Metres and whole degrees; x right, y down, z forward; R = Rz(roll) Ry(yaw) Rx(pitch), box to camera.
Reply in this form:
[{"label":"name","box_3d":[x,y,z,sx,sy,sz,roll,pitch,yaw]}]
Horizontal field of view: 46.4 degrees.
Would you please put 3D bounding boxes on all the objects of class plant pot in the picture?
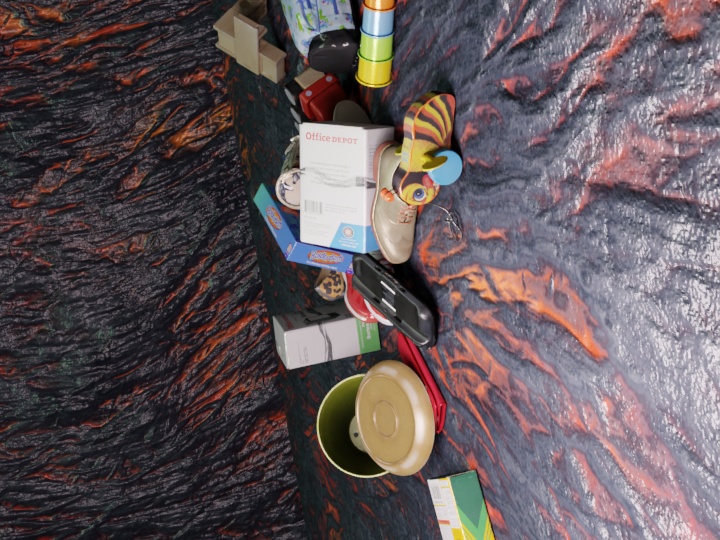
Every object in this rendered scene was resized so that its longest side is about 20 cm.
[{"label":"plant pot","box_3d":[0.051,0.258,1.461,0.199,0.027,0.202,5,96,51]},{"label":"plant pot","box_3d":[0.018,0.307,1.641,0.200,0.185,0.189,75,180,-76]}]

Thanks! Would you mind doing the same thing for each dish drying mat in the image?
[{"label":"dish drying mat","box_3d":[0.103,0.185,1.466,0.201,0.018,0.077,-116,19,-47]}]

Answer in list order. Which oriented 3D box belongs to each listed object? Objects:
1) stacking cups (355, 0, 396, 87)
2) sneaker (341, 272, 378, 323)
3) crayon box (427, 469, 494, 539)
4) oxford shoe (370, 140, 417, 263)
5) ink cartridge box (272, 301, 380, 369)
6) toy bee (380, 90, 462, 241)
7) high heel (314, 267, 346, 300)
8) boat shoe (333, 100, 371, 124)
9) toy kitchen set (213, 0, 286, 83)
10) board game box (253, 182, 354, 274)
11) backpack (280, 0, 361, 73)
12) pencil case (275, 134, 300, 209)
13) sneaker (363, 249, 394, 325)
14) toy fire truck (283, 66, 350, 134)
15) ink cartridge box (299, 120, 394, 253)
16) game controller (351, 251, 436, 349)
[{"label":"stacking cups","box_3d":[0.031,-0.375,1.245,0.061,0.060,0.201,-115,24,-44]},{"label":"sneaker","box_3d":[0.000,0.000,1.617,0.201,0.078,0.116,-117,19,-44]},{"label":"crayon box","box_3d":[0.168,0.421,1.321,0.126,0.051,0.202,125,133,-72]},{"label":"oxford shoe","box_3d":[0.058,-0.098,1.316,0.075,0.070,0.202,-141,39,-59]},{"label":"ink cartridge box","box_3d":[-0.074,0.131,1.760,0.146,0.198,0.085,-147,48,-71]},{"label":"toy bee","box_3d":[0.080,-0.131,1.114,0.131,0.108,0.202,170,88,-75]},{"label":"high heel","box_3d":[-0.071,-0.033,1.738,0.071,0.142,0.201,-34,71,31]},{"label":"boat shoe","box_3d":[-0.005,-0.203,1.484,0.063,0.072,0.202,122,131,-66]},{"label":"toy kitchen set","box_3d":[-0.244,-0.625,2.121,0.199,0.181,0.164,33,156,11]},{"label":"board game box","box_3d":[-0.102,-0.081,1.596,0.045,0.151,0.200,-59,41,23]},{"label":"backpack","box_3d":[-0.071,-0.457,1.442,0.163,0.152,0.202,157,114,-83]},{"label":"pencil case","box_3d":[-0.120,-0.190,1.632,0.090,0.077,0.200,55,-166,-21]},{"label":"sneaker","box_3d":[0.034,-0.010,1.478,0.113,0.070,0.201,93,163,-55]},{"label":"toy fire truck","box_3d":[-0.055,-0.258,1.569,0.200,0.128,0.176,50,169,20]},{"label":"ink cartridge box","box_3d":[-0.023,-0.143,1.396,0.144,0.083,0.202,12,108,38]},{"label":"game controller","box_3d":[0.054,0.046,1.380,0.200,0.042,0.105,41,144,33]}]
